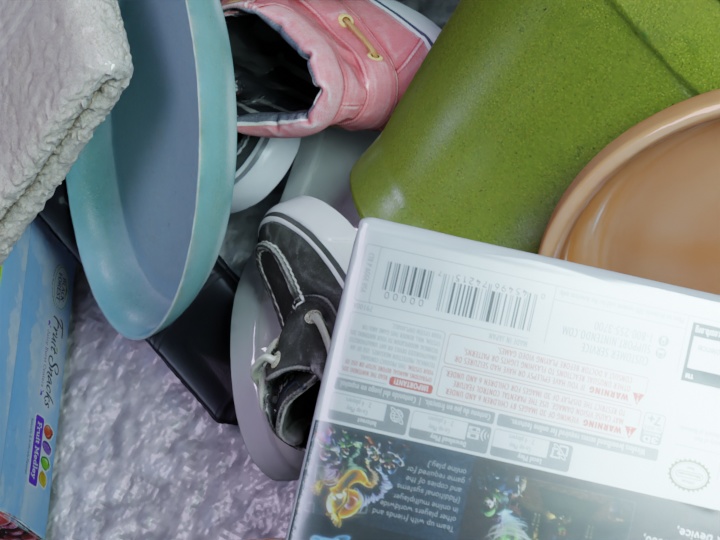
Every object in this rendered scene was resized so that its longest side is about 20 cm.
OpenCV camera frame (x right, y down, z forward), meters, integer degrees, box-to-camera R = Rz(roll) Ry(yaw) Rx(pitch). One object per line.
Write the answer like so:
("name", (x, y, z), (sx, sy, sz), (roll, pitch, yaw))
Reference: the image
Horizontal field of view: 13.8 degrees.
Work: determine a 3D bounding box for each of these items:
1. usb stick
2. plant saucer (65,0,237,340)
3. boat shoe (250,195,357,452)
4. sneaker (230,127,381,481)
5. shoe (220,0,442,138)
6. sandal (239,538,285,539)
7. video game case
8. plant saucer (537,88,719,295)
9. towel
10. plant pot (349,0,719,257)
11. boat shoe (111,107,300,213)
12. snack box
("usb stick", (-0.104, -0.009, 1.418), (0.055, 0.033, 0.200), (-48, 67, 12))
("plant saucer", (-0.094, -0.069, 1.331), (0.200, 0.027, 0.200), (177, 90, -68))
("boat shoe", (-0.010, 0.042, 1.233), (0.064, 0.071, 0.200), (-19, 44, -15))
("sneaker", (0.000, 0.000, 1.352), (0.085, 0.073, 0.200), (-2, 64, 35))
("shoe", (-0.051, -0.115, 1.355), (0.200, 0.091, 0.072), (31, 115, 38))
("sandal", (-0.046, 0.151, 1.238), (0.059, 0.207, 0.079), (3, 85, -10))
("video game case", (0.077, 0.089, 1.130), (0.200, 0.023, 0.182), (13, 85, 3))
("plant saucer", (0.168, 0.002, 1.171), (0.200, 0.200, 0.037), (-24, 34, 21))
("towel", (-0.164, -0.090, 1.389), (0.200, 0.034, 0.133), (-47, 50, 45))
("plant pot", (0.103, -0.061, 1.253), (0.193, 0.200, 0.200), (-43, 50, 18))
("boat shoe", (-0.097, -0.081, 1.437), (0.069, 0.057, 0.200), (-58, 34, -1))
("snack box", (-0.246, 0.062, 1.485), (0.200, 0.068, 0.169), (-10, 61, 27))
